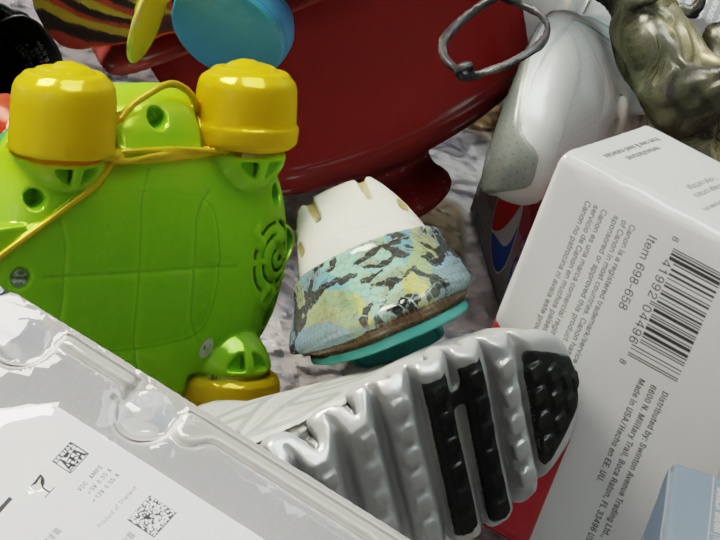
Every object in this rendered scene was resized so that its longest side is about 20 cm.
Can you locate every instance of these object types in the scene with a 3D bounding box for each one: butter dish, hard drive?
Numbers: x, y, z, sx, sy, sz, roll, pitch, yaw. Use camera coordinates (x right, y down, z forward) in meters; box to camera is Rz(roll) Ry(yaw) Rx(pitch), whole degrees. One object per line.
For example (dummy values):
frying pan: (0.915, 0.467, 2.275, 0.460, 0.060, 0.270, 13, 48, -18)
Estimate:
butter dish: (-0.004, -0.089, 1.212, 0.199, 0.148, 0.199, -23, 18, -3)
hard drive: (-0.080, 0.101, 0.847, 0.200, 0.038, 0.140, 30, 61, 23)

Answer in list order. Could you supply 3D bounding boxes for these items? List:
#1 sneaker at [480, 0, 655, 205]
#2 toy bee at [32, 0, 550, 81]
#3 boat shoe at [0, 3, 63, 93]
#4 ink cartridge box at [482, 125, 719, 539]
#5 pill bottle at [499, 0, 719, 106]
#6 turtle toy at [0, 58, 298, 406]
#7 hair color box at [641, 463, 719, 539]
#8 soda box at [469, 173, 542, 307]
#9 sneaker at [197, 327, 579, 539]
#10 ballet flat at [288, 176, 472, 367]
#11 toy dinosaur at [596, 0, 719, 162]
sneaker: (0.110, -0.072, 1.185, 0.080, 0.071, 0.200, 27, 29, 13)
toy bee: (-0.039, -0.136, 1.056, 0.199, 0.109, 0.131, -11, 40, 10)
boat shoe: (-0.151, -0.076, 1.110, 0.066, 0.075, 0.199, -17, -2, 10)
ink cartridge box: (0.146, 0.058, 1.012, 0.200, 0.145, 0.084, 29, 22, 21)
pill bottle: (0.163, -0.094, 1.347, 0.199, 0.113, 0.113, 22, 27, 5)
turtle toy: (-0.112, -0.008, 1.014, 0.199, 0.146, 0.101, -2, 13, -34)
hair color box: (0.178, 0.148, 0.921, 0.199, 0.099, 0.061, 19, 26, 1)
soda box: (0.098, 0.000, 1.187, 0.070, 0.064, 0.200, 11, 27, -13)
sneaker: (-0.015, 0.063, 0.958, 0.200, 0.075, 0.081, -22, 29, -27)
ballet flat: (0.000, 0.000, 1.040, 0.074, 0.074, 0.200, 17, -5, -1)
toy dinosaur: (0.144, -0.075, 1.114, 0.047, 0.088, 0.201, 18, 49, -62)
